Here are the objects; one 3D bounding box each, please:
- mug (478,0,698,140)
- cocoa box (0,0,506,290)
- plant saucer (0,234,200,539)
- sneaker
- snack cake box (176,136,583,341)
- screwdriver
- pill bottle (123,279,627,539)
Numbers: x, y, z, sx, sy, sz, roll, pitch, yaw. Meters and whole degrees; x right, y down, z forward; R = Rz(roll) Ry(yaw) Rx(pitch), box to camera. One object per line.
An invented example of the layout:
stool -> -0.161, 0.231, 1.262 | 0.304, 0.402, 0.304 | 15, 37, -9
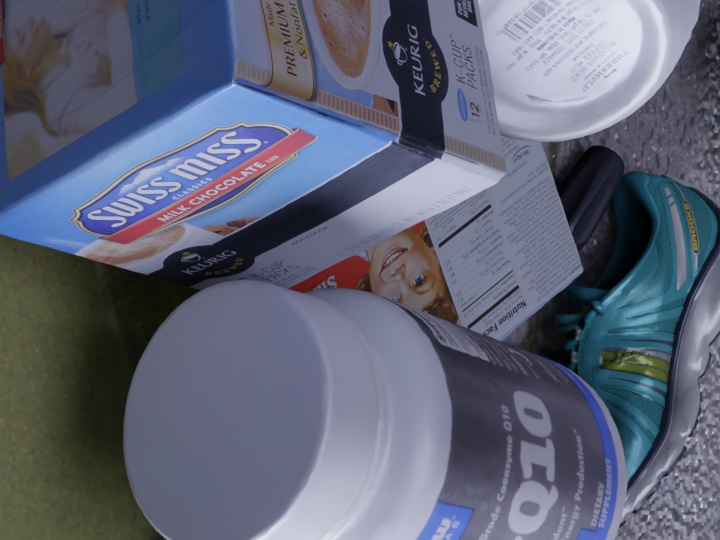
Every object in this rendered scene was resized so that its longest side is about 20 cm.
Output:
mug -> 0.049, -0.134, 0.774 | 0.148, 0.199, 0.177 | 42, 30, -38
cocoa box -> -0.050, -0.112, 0.660 | 0.131, 0.133, 0.202 | 16, 59, -45
plant saucer -> -0.118, 0.057, 0.677 | 0.200, 0.047, 0.202 | -40, 117, -50
sneaker -> 0.129, 0.044, 0.957 | 0.079, 0.077, 0.202 | 28, 71, -20
snack cake box -> 0.000, 0.000, 0.835 | 0.199, 0.067, 0.116 | -36, 118, -30
screwdriver -> 0.078, 0.020, 0.922 | 0.028, 0.029, 0.201 | 47, 62, -33
pill bottle -> 0.009, 0.071, 0.717 | 0.199, 0.113, 0.115 | 20, 82, -52
